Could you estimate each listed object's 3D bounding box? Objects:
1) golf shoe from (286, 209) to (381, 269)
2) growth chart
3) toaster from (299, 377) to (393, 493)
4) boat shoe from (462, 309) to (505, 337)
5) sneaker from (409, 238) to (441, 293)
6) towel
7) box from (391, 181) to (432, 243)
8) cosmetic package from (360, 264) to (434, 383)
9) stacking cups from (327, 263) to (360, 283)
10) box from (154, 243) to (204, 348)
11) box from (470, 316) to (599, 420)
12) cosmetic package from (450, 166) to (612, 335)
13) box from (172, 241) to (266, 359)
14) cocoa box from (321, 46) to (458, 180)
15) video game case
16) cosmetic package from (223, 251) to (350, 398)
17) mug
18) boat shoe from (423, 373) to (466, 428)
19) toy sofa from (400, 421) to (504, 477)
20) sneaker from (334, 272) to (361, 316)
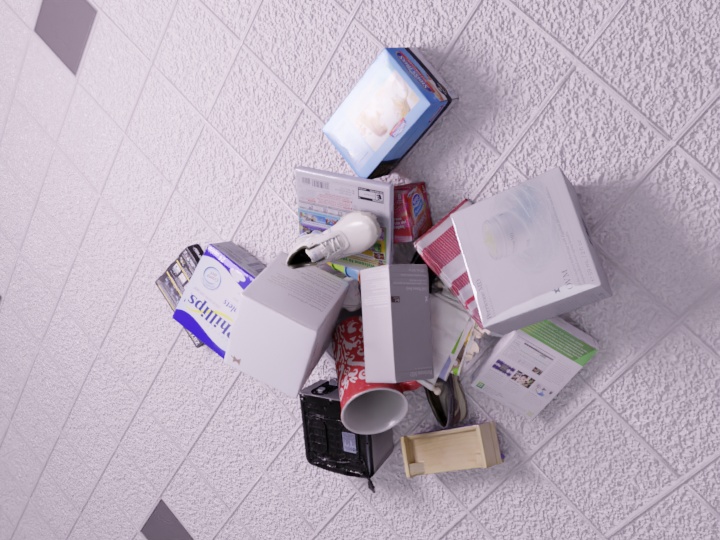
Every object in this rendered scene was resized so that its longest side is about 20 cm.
[{"bbox_3d":[-0.051,-0.042,1.253,0.197,0.097,0.079,-21,106,36],"label":"golf shoe"},{"bbox_3d":[0.149,0.124,1.267,0.144,0.018,0.202,35,97,23],"label":"growth chart"},{"bbox_3d":[-0.028,0.343,1.490,0.177,0.118,0.206,3,106,31],"label":"toaster"},{"bbox_3d":[0.214,0.077,1.289,0.196,0.071,0.070,8,110,26],"label":"boat shoe"},{"bbox_3d":[0.112,0.007,1.324,0.076,0.083,0.203,34,119,19],"label":"sneaker"},{"bbox_3d":[0.207,-0.015,1.242,0.201,0.143,0.023,50,166,9],"label":"towel"},{"bbox_3d":[0.028,-0.104,1.334,0.196,0.099,0.098,-5,104,33],"label":"box"},{"bbox_3d":[0.065,0.096,1.227,0.089,0.105,0.206,-13,81,48],"label":"cosmetic package"},{"bbox_3d":[0.000,0.000,1.381,0.198,0.060,0.062,33,120,35],"label":"stacking cups"},{"bbox_3d":[-0.398,0.064,1.682,0.161,0.049,0.202,-39,83,31],"label":"box"},{"bbox_3d":[0.310,0.167,1.246,0.142,0.037,0.202,29,122,-8],"label":"box"},{"bbox_3d":[0.276,-0.026,1.132,0.197,0.122,0.204,-23,70,24],"label":"cosmetic package"},{"bbox_3d":[-0.290,0.070,1.548,0.182,0.105,0.203,34,105,13],"label":"box"},{"bbox_3d":[0.052,-0.281,1.248,0.134,0.131,0.200,50,123,9],"label":"cocoa box"},{"bbox_3d":[-0.030,-0.091,1.287,0.196,0.022,0.186,14,124,23],"label":"video game case"},{"bbox_3d":[-0.142,0.101,1.357,0.163,0.201,0.170,24,121,7],"label":"cosmetic package"},{"bbox_3d":[0.029,0.201,1.375,0.202,0.173,0.136,-107,24,-47],"label":"mug"},{"bbox_3d":[0.153,0.215,1.371,0.071,0.064,0.205,-15,95,35],"label":"boat shoe"},{"bbox_3d":[0.186,0.359,1.392,0.197,0.097,0.085,-19,74,35],"label":"toy sofa"},{"bbox_3d":[-0.084,0.066,1.472,0.196,0.078,0.102,-7,104,34],"label":"sneaker"}]
